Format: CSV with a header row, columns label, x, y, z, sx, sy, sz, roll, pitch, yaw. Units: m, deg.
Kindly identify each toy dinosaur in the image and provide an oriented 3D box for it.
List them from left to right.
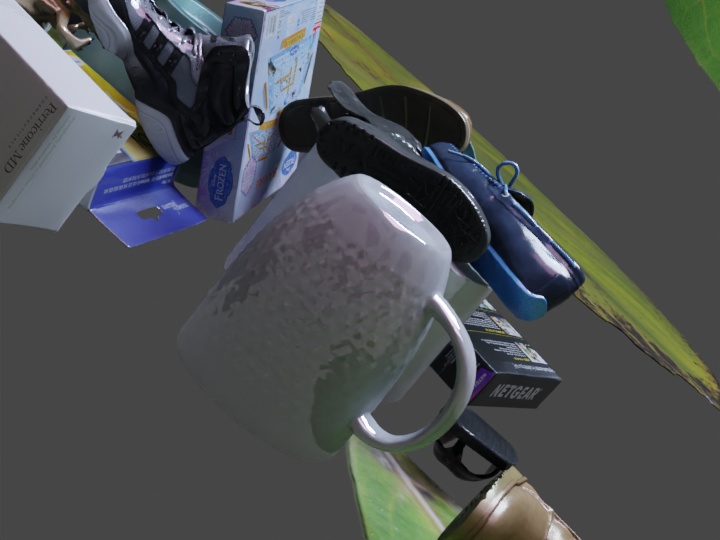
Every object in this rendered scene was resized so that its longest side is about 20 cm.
label,x,y,z,sx,sy,sz,roll,pitch,yaw
toy dinosaur,-0.268,-0.218,1.169,0.101,0.058,0.200,57,19,-1

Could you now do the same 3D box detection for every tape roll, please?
label,x,y,z,sx,sy,sz,roll,pitch,yaw
tape roll,0.000,0.000,1.236,0.203,0.139,0.203,37,14,-11

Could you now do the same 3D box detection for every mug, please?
label,x,y,z,sx,sy,sz,roll,pitch,yaw
mug,-0.005,0.042,1.008,0.200,0.175,0.148,44,14,18

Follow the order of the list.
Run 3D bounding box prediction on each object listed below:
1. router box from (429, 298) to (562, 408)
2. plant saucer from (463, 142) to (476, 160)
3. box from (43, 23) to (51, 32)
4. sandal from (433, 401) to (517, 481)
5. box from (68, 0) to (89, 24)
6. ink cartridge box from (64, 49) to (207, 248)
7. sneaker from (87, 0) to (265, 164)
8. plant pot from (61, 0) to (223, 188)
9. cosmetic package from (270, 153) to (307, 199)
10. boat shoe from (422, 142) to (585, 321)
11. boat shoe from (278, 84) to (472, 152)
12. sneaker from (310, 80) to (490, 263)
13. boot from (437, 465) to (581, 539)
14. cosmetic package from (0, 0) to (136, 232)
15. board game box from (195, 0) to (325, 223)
label,x,y,z,sx,sy,sz,roll,pitch,yaw
router box,0.116,0.076,1.482,0.149,0.051,0.200,47,16,24
plant saucer,0.046,-0.058,1.435,0.027,0.200,0.200,30,7,31
box,-0.362,-0.295,1.295,0.200,0.110,0.035,36,14,-10
sandal,0.097,0.155,1.212,0.075,0.048,0.200,41,1,13
box,-0.282,-0.345,1.592,0.104,0.148,0.200,33,16,-27
ink cartridge box,-0.225,-0.110,1.198,0.200,0.047,0.198,39,15,4
sneaker,-0.153,-0.197,1.198,0.075,0.114,0.200,-91,160,-68
plant pot,-0.188,-0.195,1.383,0.200,0.134,0.200,36,13,-10
cosmetic package,-0.029,-0.078,1.537,0.200,0.081,0.113,45,13,27
boat shoe,0.119,-0.037,1.192,0.200,0.069,0.084,59,-15,32
boat shoe,0.023,-0.140,1.324,0.200,0.072,0.068,9,9,30
sneaker,0.034,-0.085,1.174,0.200,0.060,0.104,37,18,7
boot,0.162,0.238,1.058,0.200,0.066,0.175,44,17,11
cosmetic package,-0.271,-0.132,1.019,0.200,0.108,0.085,44,14,24
board game box,-0.094,-0.166,1.354,0.041,0.200,0.200,14,18,11
